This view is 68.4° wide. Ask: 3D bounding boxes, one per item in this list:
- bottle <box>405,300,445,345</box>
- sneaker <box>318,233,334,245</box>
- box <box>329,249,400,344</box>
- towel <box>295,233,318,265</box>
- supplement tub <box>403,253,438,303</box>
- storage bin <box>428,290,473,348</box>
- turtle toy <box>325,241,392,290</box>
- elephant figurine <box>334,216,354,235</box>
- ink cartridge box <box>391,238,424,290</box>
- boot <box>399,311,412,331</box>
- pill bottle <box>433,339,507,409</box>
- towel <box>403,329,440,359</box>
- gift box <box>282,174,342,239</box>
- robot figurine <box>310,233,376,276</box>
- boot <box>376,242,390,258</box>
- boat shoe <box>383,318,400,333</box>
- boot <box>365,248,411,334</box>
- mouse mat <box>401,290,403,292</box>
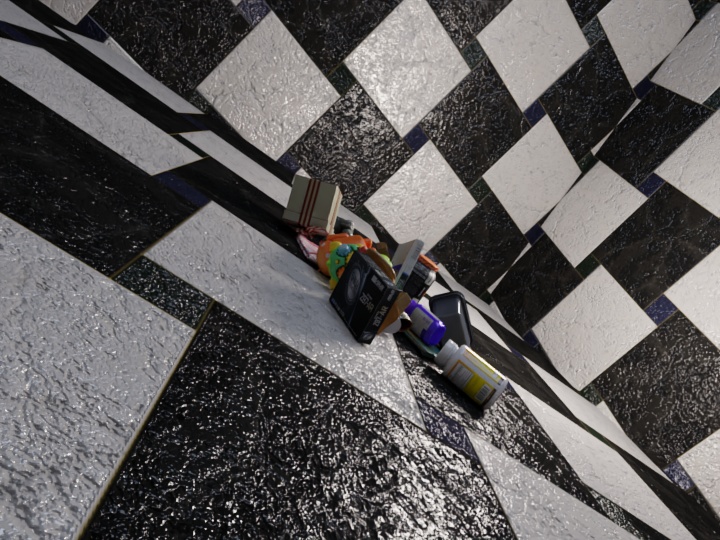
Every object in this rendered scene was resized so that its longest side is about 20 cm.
[{"bbox_3d":[0.180,0.150,1.671,0.065,0.084,0.200,15,19,-43],"label":"bottle"},{"bbox_3d":[-0.082,-0.078,1.923,0.077,0.082,0.200,25,15,-47],"label":"sneaker"},{"bbox_3d":[0.005,0.064,1.346,0.043,0.162,0.200,18,19,-34],"label":"box"},{"bbox_3d":[-0.137,-0.052,1.776,0.145,0.030,0.200,30,12,-29],"label":"towel"},{"bbox_3d":[0.196,0.044,1.970,0.122,0.201,0.123,34,11,-7],"label":"supplement tub"},{"bbox_3d":[0.288,0.190,1.730,0.135,0.143,0.203,-65,141,-70],"label":"storage bin"},{"bbox_3d":[-0.006,-0.016,1.546,0.197,0.148,0.101,4,-12,-23],"label":"turtle toy"},{"bbox_3d":[-0.072,-0.137,2.179,0.139,0.158,0.200,-6,-12,13],"label":"elephant figurine"},{"bbox_3d":[0.140,-0.009,1.875,0.043,0.200,0.200,28,-8,-11],"label":"ink cartridge box"},{"bbox_3d":[0.059,0.104,1.610,0.201,0.074,0.155,16,30,-32],"label":"boot"},{"bbox_3d":[0.309,0.289,1.505,0.199,0.110,0.109,39,11,14],"label":"pill bottle"},{"bbox_3d":[0.188,0.222,1.664,0.146,0.022,0.200,29,10,-40],"label":"towel"},{"bbox_3d":[-0.156,-0.209,1.861,0.197,0.190,0.185,16,-3,10],"label":"gift box"},{"bbox_3d":[-0.051,-0.044,1.654,0.197,0.147,0.116,-11,6,-18],"label":"robot figurine"},{"bbox_3d":[0.007,-0.029,1.840,0.197,0.145,0.071,-1,43,6],"label":"boot"},{"bbox_3d":[0.029,0.109,1.503,0.198,0.069,0.057,32,10,-15],"label":"boat shoe"},{"bbox_3d":[0.035,0.058,1.429,0.202,0.143,0.071,55,-17,-7],"label":"boot"},{"bbox_3d":[0.053,0.051,1.740,0.159,0.008,0.199,3,-19,39],"label":"mouse mat"}]
